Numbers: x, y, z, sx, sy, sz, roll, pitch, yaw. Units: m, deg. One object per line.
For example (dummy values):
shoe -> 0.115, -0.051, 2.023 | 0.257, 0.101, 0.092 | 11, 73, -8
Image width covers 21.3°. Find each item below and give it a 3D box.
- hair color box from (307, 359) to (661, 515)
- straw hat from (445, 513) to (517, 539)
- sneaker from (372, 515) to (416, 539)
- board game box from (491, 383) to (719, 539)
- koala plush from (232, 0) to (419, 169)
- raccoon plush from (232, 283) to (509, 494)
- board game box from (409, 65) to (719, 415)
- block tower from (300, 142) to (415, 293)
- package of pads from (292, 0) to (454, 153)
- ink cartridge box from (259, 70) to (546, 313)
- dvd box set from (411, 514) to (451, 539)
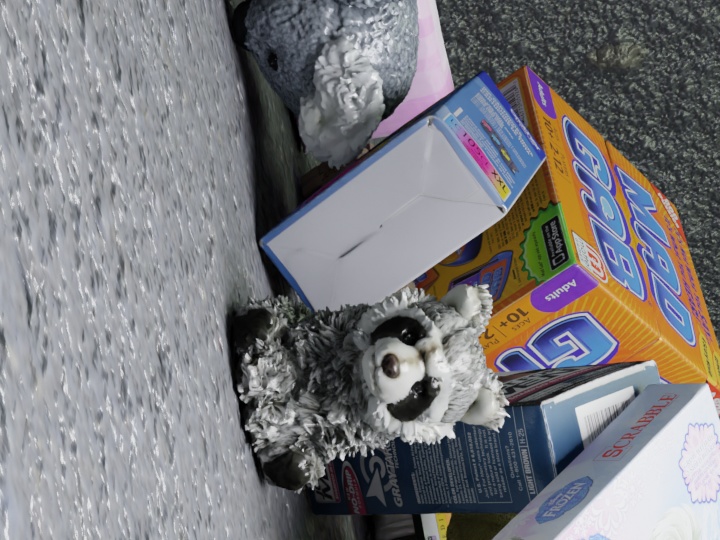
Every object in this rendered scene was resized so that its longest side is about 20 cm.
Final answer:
hair color box -> 0.065, 0.094, 1.068 | 0.099, 0.199, 0.061 | -15, 94, -42
straw hat -> 0.099, 0.163, 1.128 | 0.200, 0.084, 0.203 | -21, -115, 54
sneaker -> 0.043, 0.146, 1.422 | 0.200, 0.075, 0.077 | -67, 146, -82
board game box -> 0.141, 0.190, 0.958 | 0.200, 0.041, 0.201 | -37, 112, -44
koala plush -> -0.011, -0.173, 1.155 | 0.178, 0.182, 0.202 | -81, 171, -72
raccoon plush -> 0.010, 0.040, 1.008 | 0.200, 0.133, 0.098 | -79, 155, -74
board game box -> 0.114, 0.025, 1.369 | 0.199, 0.199, 0.201 | 37, 30, -37
block tower -> 0.000, 0.000, 1.301 | 0.054, 0.058, 0.201 | 37, 31, -36
package of pads -> -0.006, -0.185, 1.354 | 0.076, 0.119, 0.201 | -93, 171, -54
ink cartridge box -> 0.034, -0.048, 1.183 | 0.077, 0.136, 0.200 | 54, 19, -2
dvd box set -> 0.141, 0.201, 1.292 | 0.029, 0.198, 0.148 | 116, -35, -69
